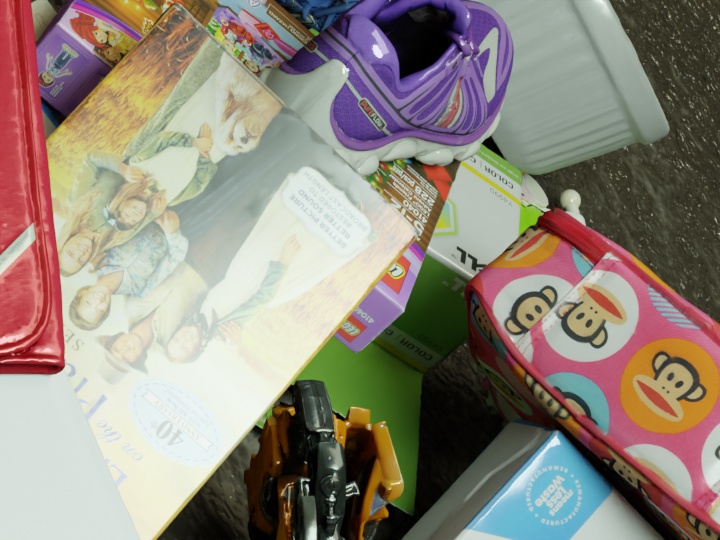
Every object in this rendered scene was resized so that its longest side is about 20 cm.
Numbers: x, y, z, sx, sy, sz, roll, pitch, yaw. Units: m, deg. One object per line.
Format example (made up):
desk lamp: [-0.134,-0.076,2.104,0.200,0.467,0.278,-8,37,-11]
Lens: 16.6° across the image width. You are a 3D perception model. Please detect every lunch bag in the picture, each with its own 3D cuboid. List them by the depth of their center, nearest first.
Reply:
lunch bag: [0.137,0.077,1.147,0.200,0.082,0.176,44,-10,20]

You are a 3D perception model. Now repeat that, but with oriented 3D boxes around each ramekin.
ramekin: [0.094,-0.148,1.433,0.203,0.094,0.202,60,7,-12]

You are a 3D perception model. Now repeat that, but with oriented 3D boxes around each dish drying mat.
dish drying mat: [-0.160,-0.055,0.966,0.077,0.018,0.201,0,66,-21]

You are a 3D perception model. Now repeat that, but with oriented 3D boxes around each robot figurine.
robot figurine: [-0.014,0.147,1.029,0.058,0.145,0.201,2,62,-13]

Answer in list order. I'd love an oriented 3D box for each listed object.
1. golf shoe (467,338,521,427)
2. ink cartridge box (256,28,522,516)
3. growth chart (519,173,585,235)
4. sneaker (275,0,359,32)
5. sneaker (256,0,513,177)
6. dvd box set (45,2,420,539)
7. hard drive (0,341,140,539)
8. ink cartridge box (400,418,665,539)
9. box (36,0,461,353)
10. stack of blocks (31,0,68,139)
golf shoe: [0.133,0.063,1.317,0.200,0.091,0.076,33,34,-60]
ink cartridge box: [0.000,0.000,1.220,0.148,0.076,0.200,32,38,-22]
growth chart: [0.076,-0.011,1.402,0.200,0.018,0.145,12,51,-46]
sneaker: [-0.025,-0.158,1.366,0.077,0.076,0.200,-14,63,-51]
sneaker: [0.032,-0.096,1.135,0.081,0.083,0.200,49,27,6]
dvd box set: [-0.091,0.008,1.019,0.146,0.029,0.200,44,72,-5]
hard drive: [-0.178,0.050,0.936,0.132,0.027,0.200,-19,73,-26]
ink cartridge box: [0.109,0.179,1.126,0.200,0.116,0.068,46,-9,-11]
box: [-0.050,-0.070,1.131,0.200,0.039,0.137,39,34,-12]
stack of blocks: [-0.125,-0.012,1.090,0.200,0.059,0.115,53,31,-4]
